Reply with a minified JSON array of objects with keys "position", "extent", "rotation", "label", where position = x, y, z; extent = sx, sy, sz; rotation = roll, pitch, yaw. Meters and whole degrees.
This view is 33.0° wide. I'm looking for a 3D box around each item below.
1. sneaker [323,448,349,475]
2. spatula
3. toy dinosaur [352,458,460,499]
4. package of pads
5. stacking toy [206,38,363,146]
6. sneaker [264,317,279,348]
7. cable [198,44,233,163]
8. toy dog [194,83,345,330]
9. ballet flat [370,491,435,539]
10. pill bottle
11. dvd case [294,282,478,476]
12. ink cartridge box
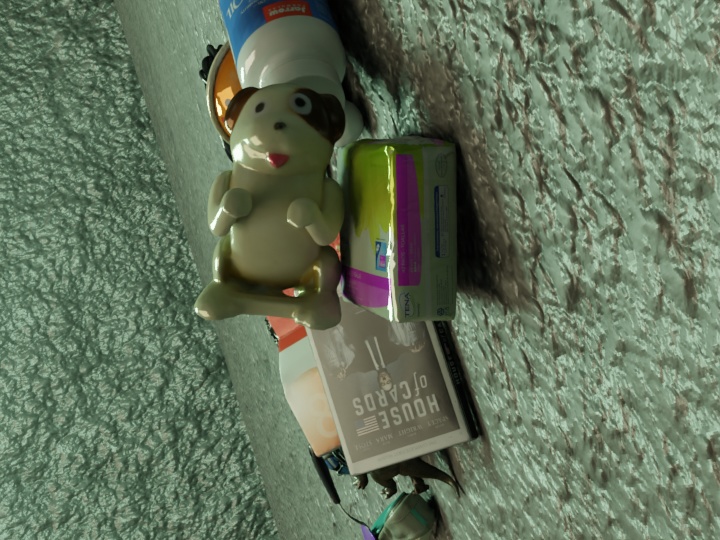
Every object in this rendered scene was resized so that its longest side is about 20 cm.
[{"position":[-0.004,0.230,1.511],"extent":[0.200,0.089,0.080],"rotation":[71,179,-78],"label":"sneaker"},{"position":[-0.017,0.298,1.525],"extent":[0.202,0.020,0.056],"rotation":[60,168,-19],"label":"spatula"},{"position":[0.024,0.204,1.353],"extent":[0.199,0.077,0.103],"rotation":[38,159,43],"label":"toy dinosaur"},{"position":[0.028,-0.042,1.095],"extent":[0.200,0.067,0.158],"rotation":[-166,74,-75],"label":"package of pads"},{"position":[-0.065,-0.181,1.316],"extent":[0.199,0.145,0.148],"rotation":[28,135,49],"label":"stacking toy"},{"position":[-0.086,0.029,1.533],"extent":[0.072,0.072,0.203],"rotation":[34,138,54],"label":"sneaker"},{"position":[-0.145,-0.194,1.510],"extent":[0.199,0.050,0.166],"rotation":[22,-116,-64],"label":"cable"},{"position":[-0.067,-0.071,1.128],"extent":[0.194,0.137,0.203],"rotation":[-58,-26,-61],"label":"toy dog"},{"position":[0.054,0.322,1.520],"extent":[0.063,0.068,0.200],"rotation":[39,163,7],"label":"ballet flat"},{"position":[-0.076,-0.229,1.223],"extent":[0.113,0.110,0.202],"rotation":[89,166,-49],"label":"pill bottle"},{"position":[0.023,0.092,1.227],"extent":[0.025,0.149,0.203],"rotation":[-7,-103,-59],"label":"dvd case"},{"position":[-0.025,0.074,1.284],"extent":[0.202,0.161,0.050],"rotation":[60,-151,1],"label":"ink cartridge box"}]
